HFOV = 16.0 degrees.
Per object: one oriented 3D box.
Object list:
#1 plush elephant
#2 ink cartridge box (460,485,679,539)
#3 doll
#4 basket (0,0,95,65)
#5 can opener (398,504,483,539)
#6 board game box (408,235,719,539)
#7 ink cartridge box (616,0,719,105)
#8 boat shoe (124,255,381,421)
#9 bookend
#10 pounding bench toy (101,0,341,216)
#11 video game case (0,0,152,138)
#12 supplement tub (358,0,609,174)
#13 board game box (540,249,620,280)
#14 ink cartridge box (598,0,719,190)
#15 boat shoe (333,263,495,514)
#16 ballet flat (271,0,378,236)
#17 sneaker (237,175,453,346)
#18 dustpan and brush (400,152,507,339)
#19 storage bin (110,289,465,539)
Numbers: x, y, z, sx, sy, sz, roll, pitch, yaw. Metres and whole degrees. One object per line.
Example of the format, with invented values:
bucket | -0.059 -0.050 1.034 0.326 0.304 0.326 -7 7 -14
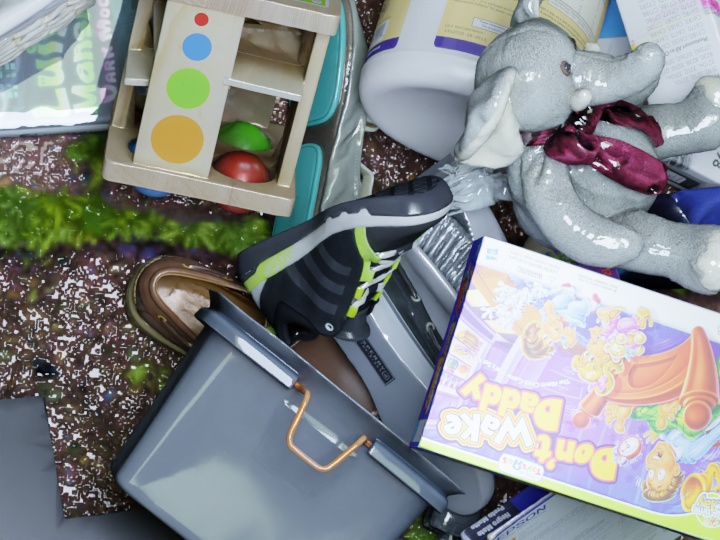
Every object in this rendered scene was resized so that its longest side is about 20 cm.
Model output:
plush elephant | 0.131 -0.094 1.541 0.200 0.155 0.165 2 51 16
ink cartridge box | 0.158 0.149 1.681 0.200 0.200 0.041 -33 61 -12
doll | 0.207 -0.024 1.746 0.200 0.048 0.137 -9 123 15
basket | -0.280 -0.184 1.641 0.200 0.123 0.136 -30 85 2
can opener | 0.052 0.160 1.728 0.066 0.053 0.200 26 81 -8
board game box | 0.146 0.074 1.553 0.200 0.045 0.135 18 85 -5
ink cartridge box | 0.232 -0.152 1.684 0.115 0.068 0.200 -11 83 -55
boat shoe | -0.063 0.051 1.709 0.200 0.068 0.072 27 81 -7
bookend | -0.203 0.169 1.662 0.199 0.092 0.200 -6 75 -22
pounding bench toy | -0.092 -0.140 1.677 0.124 0.200 0.156 12 114 -7
video game case | -0.196 -0.192 1.728 0.182 0.023 0.200 -4 86 -10
supplement tub | 0.092 -0.181 1.710 0.145 0.145 0.200 21 70 -8
board game box | 0.133 0.046 1.678 0.032 0.200 0.120 -19 90 -16
ink cartridge box | 0.242 -0.117 1.779 0.200 0.067 0.116 25 80 -7
boat shoe | 0.038 0.065 1.690 0.057 0.069 0.200 -33 94 -39
ballet flat | -0.017 -0.088 1.741 0.064 0.067 0.200 13 83 -37
sneaker | 0.000 0.000 1.601 0.072 0.200 0.083 -20 88 -37
dustpan and brush | 0.076 0.033 1.695 0.057 0.140 0.200 -35 90 -23
storage bin | -0.054 0.127 1.604 0.200 0.146 0.134 39 86 -7
